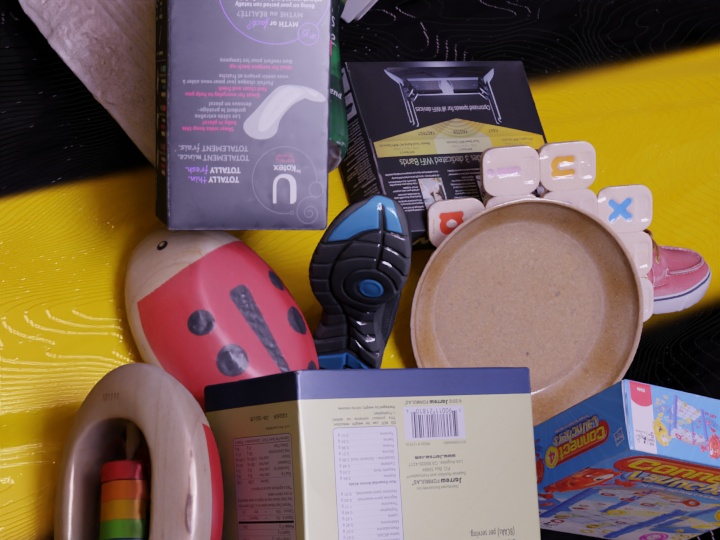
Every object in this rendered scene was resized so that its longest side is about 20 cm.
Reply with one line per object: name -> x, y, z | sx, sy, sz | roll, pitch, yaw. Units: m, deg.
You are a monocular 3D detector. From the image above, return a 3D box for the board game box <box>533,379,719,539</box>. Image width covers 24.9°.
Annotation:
board game box -> 0.229, 0.160, 1.310 | 0.199, 0.196, 0.056 | 13, 62, -27

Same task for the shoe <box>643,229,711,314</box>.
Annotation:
shoe -> 0.244, -0.014, 1.457 | 0.199, 0.092, 0.071 | -9, 33, -33

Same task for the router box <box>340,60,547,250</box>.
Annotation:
router box -> 0.075, -0.102, 1.425 | 0.199, 0.052, 0.158 | -5, 71, -35

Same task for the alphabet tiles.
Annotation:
alphabet tiles -> 0.152, -0.007, 1.373 | 0.194, 0.015, 0.202 | -6, 104, -10

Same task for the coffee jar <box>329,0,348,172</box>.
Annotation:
coffee jar -> -0.062, -0.182, 1.351 | 0.104, 0.085, 0.201 | 8, 63, -19

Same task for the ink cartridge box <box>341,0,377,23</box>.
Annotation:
ink cartridge box -> -0.034, -0.332, 1.404 | 0.200, 0.146, 0.085 | 38, 51, -13

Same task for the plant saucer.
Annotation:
plant saucer -> 0.135, 0.036, 1.353 | 0.199, 0.035, 0.202 | -2, 103, -10

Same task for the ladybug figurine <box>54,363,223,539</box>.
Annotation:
ladybug figurine -> -0.144, 0.166, 1.104 | 0.072, 0.135, 0.202 | 17, 71, -49

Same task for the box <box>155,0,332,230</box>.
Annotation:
box -> -0.088, -0.133, 1.201 | 0.121, 0.106, 0.202 | 0, 96, -12

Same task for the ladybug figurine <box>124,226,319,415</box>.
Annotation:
ladybug figurine -> -0.095, 0.048, 1.231 | 0.135, 0.072, 0.201 | -34, 89, -39

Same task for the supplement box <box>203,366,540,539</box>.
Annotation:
supplement box -> 0.010, 0.174, 1.144 | 0.199, 0.134, 0.201 | 2, 82, -33

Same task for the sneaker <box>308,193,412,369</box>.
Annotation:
sneaker -> 0.000, 0.000, 1.249 | 0.073, 0.201, 0.082 | 17, 51, 1

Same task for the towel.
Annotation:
towel -> -0.169, -0.191, 1.272 | 0.132, 0.034, 0.200 | -41, 84, -5
